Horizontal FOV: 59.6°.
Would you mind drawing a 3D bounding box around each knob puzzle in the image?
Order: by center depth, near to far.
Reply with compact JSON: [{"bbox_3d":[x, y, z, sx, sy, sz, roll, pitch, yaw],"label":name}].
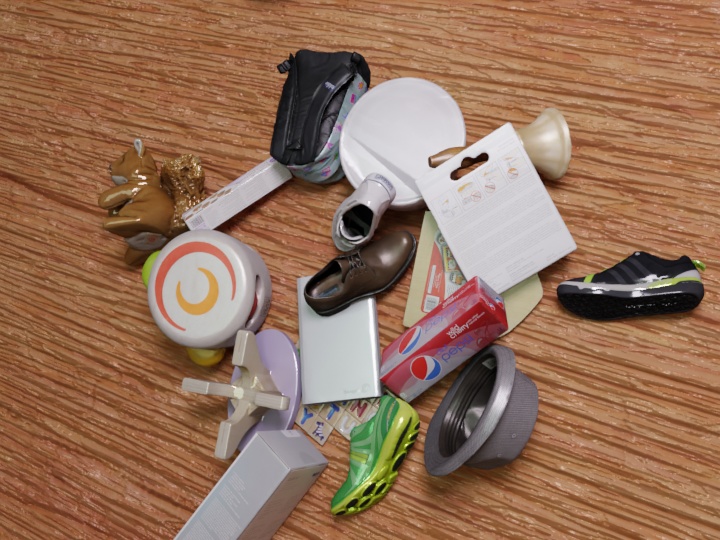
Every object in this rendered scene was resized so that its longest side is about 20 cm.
[{"bbox_3d":[0.177,0.016,0.956,0.213,0.030,0.226,0,90,10],"label":"knob puzzle"}]

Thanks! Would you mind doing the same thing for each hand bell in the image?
[{"bbox_3d":[0.192,-0.169,0.911,0.195,0.104,0.107,-11,74,-12],"label":"hand bell"}]

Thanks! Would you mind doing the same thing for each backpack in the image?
[{"bbox_3d":[-0.066,-0.250,1.042,0.164,0.126,0.205,11,82,35],"label":"backpack"}]

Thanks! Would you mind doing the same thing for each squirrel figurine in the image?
[{"bbox_3d":[-0.366,-0.140,1.131,0.195,0.142,0.191,-14,64,0],"label":"squirrel figurine"}]

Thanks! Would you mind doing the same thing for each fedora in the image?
[{"bbox_3d":[0.176,0.205,0.866,0.089,0.177,0.203,28,106,-7],"label":"fedora"}]

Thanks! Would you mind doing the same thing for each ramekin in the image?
[{"bbox_3d":[0.070,-0.188,0.995,0.197,0.094,0.208,-2,79,11],"label":"ramekin"}]

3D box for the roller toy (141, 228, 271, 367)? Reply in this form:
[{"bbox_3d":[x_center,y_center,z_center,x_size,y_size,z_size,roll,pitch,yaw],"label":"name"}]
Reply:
[{"bbox_3d":[-0.240,0.036,1.032,0.180,0.140,0.203,-30,80,5],"label":"roller toy"}]

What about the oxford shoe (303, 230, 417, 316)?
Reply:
[{"bbox_3d":[0.000,0.000,0.964,0.198,0.085,0.073,-34,66,2],"label":"oxford shoe"}]

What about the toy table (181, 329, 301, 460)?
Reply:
[{"bbox_3d":[-0.173,0.190,0.984,0.179,0.117,0.206,-6,77,19],"label":"toy table"}]

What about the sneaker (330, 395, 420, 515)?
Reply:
[{"bbox_3d":[0.016,0.278,0.940,0.083,0.073,0.203,39,100,45],"label":"sneaker"}]

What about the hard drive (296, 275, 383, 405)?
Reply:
[{"bbox_3d":[-0.035,0.104,1.004,0.128,0.026,0.206,-8,73,14],"label":"hard drive"}]

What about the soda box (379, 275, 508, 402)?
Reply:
[{"bbox_3d":[0.115,0.100,0.897,0.063,0.071,0.200,39,118,-16],"label":"soda box"}]

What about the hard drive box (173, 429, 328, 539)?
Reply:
[{"bbox_3d":[-0.156,0.341,0.933,0.076,0.156,0.201,39,91,22],"label":"hard drive box"}]

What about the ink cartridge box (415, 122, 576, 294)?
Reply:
[{"bbox_3d":[0.191,-0.079,0.902,0.160,0.050,0.203,-30,91,9],"label":"ink cartridge box"}]

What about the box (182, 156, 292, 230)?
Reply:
[{"bbox_3d":[-0.210,-0.128,1.075,0.198,0.042,0.039,-36,33,-8],"label":"box"}]

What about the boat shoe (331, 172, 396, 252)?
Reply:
[{"bbox_3d":[-0.011,-0.072,0.953,0.073,0.201,0.066,34,60,2],"label":"boat shoe"}]

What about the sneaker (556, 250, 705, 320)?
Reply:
[{"bbox_3d":[0.377,0.017,0.887,0.195,0.072,0.084,-1,54,17],"label":"sneaker"}]

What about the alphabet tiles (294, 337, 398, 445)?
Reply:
[{"bbox_3d":[-0.040,0.188,1.006,0.198,0.008,0.169,34,90,22],"label":"alphabet tiles"}]
